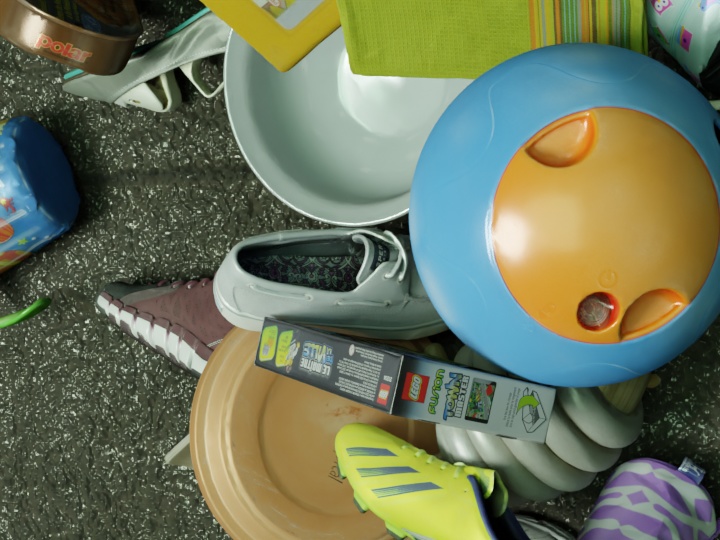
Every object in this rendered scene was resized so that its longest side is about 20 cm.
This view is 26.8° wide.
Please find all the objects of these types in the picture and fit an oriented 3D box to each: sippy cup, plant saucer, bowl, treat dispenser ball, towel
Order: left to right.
[{"bbox_3d":[-0.300,-0.055,1.200,0.129,0.140,0.178,-22,125,15],"label":"sippy cup"},{"bbox_3d":[-0.020,0.114,1.063,0.198,0.032,0.203,2,84,-17],"label":"plant saucer"},{"bbox_3d":[0.009,-0.136,1.061,0.199,0.090,0.203,3,97,24],"label":"bowl"},{"bbox_3d":[0.080,-0.154,0.946,0.198,0.018,0.087,5,129,20],"label":"towel"},{"bbox_3d":[0.128,-0.032,0.892,0.199,0.200,0.203,3,97,25],"label":"treat dispenser ball"}]

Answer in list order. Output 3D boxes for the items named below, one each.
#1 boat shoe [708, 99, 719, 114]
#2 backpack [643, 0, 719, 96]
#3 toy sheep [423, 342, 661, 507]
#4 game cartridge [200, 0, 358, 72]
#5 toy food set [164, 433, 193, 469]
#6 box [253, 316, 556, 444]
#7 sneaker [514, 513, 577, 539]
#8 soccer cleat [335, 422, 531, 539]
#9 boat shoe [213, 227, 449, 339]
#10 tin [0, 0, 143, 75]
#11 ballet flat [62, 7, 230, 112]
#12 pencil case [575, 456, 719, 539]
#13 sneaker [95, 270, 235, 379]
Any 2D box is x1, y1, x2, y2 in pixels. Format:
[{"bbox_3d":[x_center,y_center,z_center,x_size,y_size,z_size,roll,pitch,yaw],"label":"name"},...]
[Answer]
[{"bbox_3d":[0.235,-0.078,0.972,0.198,0.073,0.063,-6,90,21],"label":"boat shoe"},{"bbox_3d":[0.255,-0.205,0.916,0.200,0.166,0.127,-51,58,27],"label":"backpack"},{"bbox_3d":[0.114,0.090,1.018,0.200,0.138,0.139,-37,80,30],"label":"toy sheep"},{"bbox_3d":[-0.040,-0.239,0.943,0.199,0.033,0.176,-35,120,30],"label":"game cartridge"},{"bbox_3d":[-0.043,0.179,1.135,0.143,0.060,0.201,-42,77,22],"label":"toy food set"},{"bbox_3d":[0.022,0.067,0.950,0.200,0.109,0.035,11,87,62],"label":"box"},{"bbox_3d":[0.144,0.246,1.037,0.200,0.092,0.076,39,110,17],"label":"sneaker"},{"bbox_3d":[0.059,0.150,0.981,0.200,0.064,0.084,42,114,39],"label":"soccer cleat"},{"bbox_3d":[0.000,0.000,1.038,0.198,0.069,0.073,4,63,-12],"label":"boat shoe"},{"bbox_3d":[-0.224,-0.202,1.117,0.111,0.200,0.042,22,112,-25],"label":"tin"},{"bbox_3d":[-0.141,-0.154,1.145,0.199,0.067,0.064,-20,98,26],"label":"ballet flat"},{"bbox_3d":[0.165,0.216,0.976,0.085,0.200,0.084,37,149,1],"label":"pencil case"},{"bbox_3d":[-0.111,0.022,1.150,0.199,0.076,0.116,26,81,40],"label":"sneaker"}]
